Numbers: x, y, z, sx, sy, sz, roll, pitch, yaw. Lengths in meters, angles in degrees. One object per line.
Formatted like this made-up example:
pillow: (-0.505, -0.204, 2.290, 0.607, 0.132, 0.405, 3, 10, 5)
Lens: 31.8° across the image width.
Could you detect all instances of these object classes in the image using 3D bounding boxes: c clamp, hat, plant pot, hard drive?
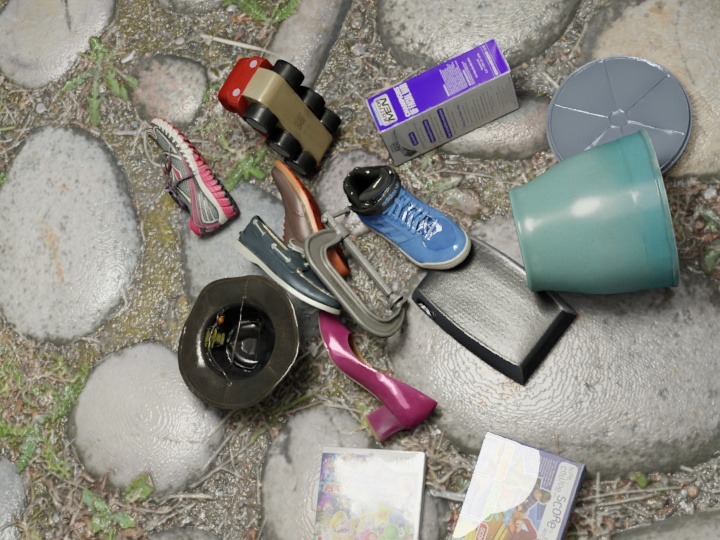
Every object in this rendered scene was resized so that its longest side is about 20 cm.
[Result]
c clamp: (0.000, 0.000, 1.711, 0.027, 0.170, 0.201, -43, 77, 30)
hat: (-0.150, 0.103, 1.726, 0.198, 0.081, 0.204, -10, 71, 29)
plant pot: (0.289, -0.059, 1.604, 0.185, 0.200, 0.203, -12, 68, 8)
hard drive: (0.175, 0.043, 1.686, 0.199, 0.042, 0.135, 37, 83, 24)

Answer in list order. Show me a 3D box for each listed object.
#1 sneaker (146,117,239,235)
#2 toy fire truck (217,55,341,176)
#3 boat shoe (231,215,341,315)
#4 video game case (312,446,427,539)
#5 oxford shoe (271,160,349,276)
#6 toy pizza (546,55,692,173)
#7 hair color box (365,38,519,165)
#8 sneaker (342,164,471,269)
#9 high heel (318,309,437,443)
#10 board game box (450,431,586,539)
sneaker: (-0.260, -0.142, 1.850, 0.074, 0.081, 0.201, -37, 66, 1)
toy fire truck: (-0.142, -0.250, 1.816, 0.198, 0.176, 0.130, 23, 77, 36)
boat shoe: (-0.091, -0.008, 1.711, 0.199, 0.075, 0.062, 35, 92, 37)
video game case: (0.009, 0.333, 1.637, 0.141, 0.018, 0.203, 1, 70, 16)
oxford shoe: (-0.089, -0.066, 1.783, 0.072, 0.071, 0.202, -31, 66, 7)
toy pizza: (0.354, -0.201, 1.734, 0.197, 0.032, 0.203, -5, 68, 13)
hair color box: (0.116, -0.233, 1.766, 0.198, 0.109, 0.066, -26, 66, 4)
sneaker: (0.055, -0.077, 1.701, 0.199, 0.111, 0.077, 33, 79, 38)
high heel: (0.020, 0.121, 1.680, 0.095, 0.067, 0.202, -33, 70, 12)
board game box: (0.190, 0.319, 1.584, 0.133, 0.035, 0.203, 17, 76, 19)
